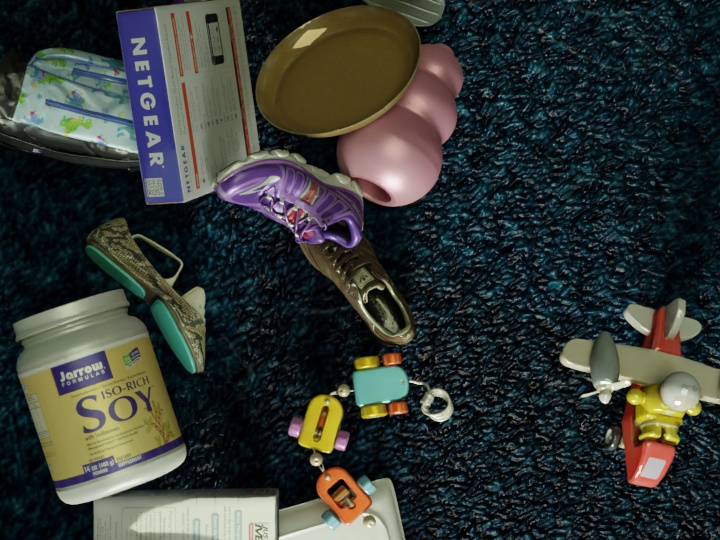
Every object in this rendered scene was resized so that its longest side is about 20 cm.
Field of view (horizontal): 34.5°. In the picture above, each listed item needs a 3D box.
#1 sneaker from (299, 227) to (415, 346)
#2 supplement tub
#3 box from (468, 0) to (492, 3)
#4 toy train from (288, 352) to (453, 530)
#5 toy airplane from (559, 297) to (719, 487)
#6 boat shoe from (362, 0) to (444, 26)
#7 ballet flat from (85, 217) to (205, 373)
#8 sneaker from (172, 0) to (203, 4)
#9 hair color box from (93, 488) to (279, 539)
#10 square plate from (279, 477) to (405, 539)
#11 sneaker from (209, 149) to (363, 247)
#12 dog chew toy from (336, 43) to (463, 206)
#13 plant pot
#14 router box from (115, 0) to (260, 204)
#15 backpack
[{"bbox_3d":[0.000,0.000,1.339,0.070,0.076,0.200,-40,94,-10],"label":"sneaker"},{"bbox_3d":[-0.282,0.134,1.246,0.145,0.145,0.201,-19,90,-10],"label":"supplement tub"},{"bbox_3d":[0.182,-0.428,1.338,0.104,0.200,0.183,-7,87,-10],"label":"box"},{"bbox_3d":[0.005,0.191,1.330,0.150,0.056,0.200,42,83,9],"label":"toy train"},{"bbox_3d":[0.359,0.128,1.359,0.200,0.141,0.200,-31,91,-10],"label":"toy airplane"},{"bbox_3d":[0.011,-0.359,1.368,0.200,0.067,0.074,26,126,-12],"label":"boat shoe"},{"bbox_3d":[-0.223,0.020,1.310,0.075,0.068,0.200,-41,91,-26],"label":"ballet flat"},{"bbox_3d":[-0.216,-0.371,1.331,0.087,0.074,0.201,-17,90,-6],"label":"sneaker"},{"bbox_3d":[-0.190,0.294,1.280,0.199,0.061,0.099,-1,87,0],"label":"hair color box"},{"bbox_3d":[-0.032,0.362,1.334,0.197,0.028,0.201,-15,89,-10],"label":"square plate"},{"bbox_3d":[-0.069,-0.072,1.258,0.200,0.081,0.084,13,56,-38],"label":"sneaker"},{"bbox_3d":[0.056,-0.176,1.343,0.124,0.125,0.200,30,74,-7],"label":"dog chew toy"},{"bbox_3d":[-0.023,-0.222,1.322,0.199,0.028,0.201,-11,51,15],"label":"plant pot"},{"bbox_3d":[-0.179,-0.187,1.249,0.049,0.179,0.201,-1,104,23],"label":"router box"},{"bbox_3d":[-0.297,-0.173,1.263,0.200,0.163,0.154,25,79,-16],"label":"backpack"}]
